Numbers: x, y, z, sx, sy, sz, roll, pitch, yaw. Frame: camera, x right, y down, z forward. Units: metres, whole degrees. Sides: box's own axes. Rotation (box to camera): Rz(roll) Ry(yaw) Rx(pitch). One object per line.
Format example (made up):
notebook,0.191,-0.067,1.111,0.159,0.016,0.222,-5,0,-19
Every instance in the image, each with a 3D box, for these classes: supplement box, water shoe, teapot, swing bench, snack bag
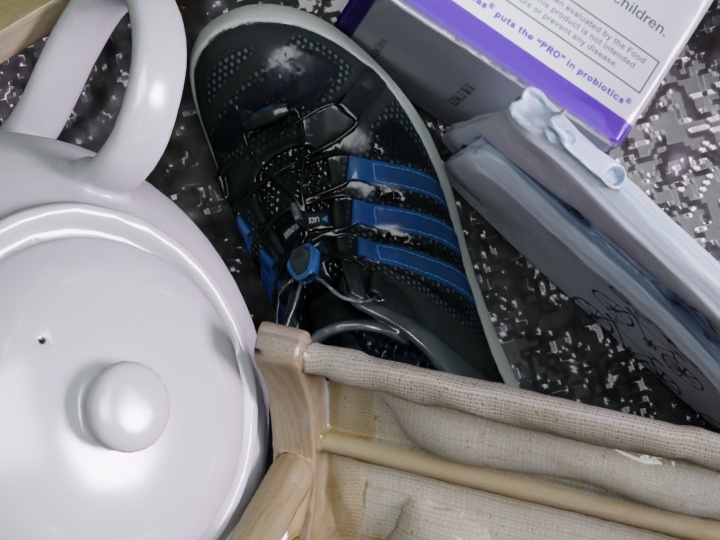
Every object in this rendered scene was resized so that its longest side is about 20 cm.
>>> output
supplement box,0.088,-0.141,0.947,0.103,0.101,0.201,33,80,-3
water shoe,0.000,0.000,0.917,0.071,0.079,0.201,-30,88,17
teapot,-0.101,0.040,0.849,0.197,0.146,0.201,-37,102,-30
swing bench,0.041,0.142,0.794,0.198,0.130,0.201,13,57,15
snack bag,0.103,0.018,0.878,0.189,0.200,0.021,44,86,-3

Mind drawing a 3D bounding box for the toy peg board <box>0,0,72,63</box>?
toy peg board,-0.141,-0.182,0.891,0.199,0.098,0.200,-32,70,-12
